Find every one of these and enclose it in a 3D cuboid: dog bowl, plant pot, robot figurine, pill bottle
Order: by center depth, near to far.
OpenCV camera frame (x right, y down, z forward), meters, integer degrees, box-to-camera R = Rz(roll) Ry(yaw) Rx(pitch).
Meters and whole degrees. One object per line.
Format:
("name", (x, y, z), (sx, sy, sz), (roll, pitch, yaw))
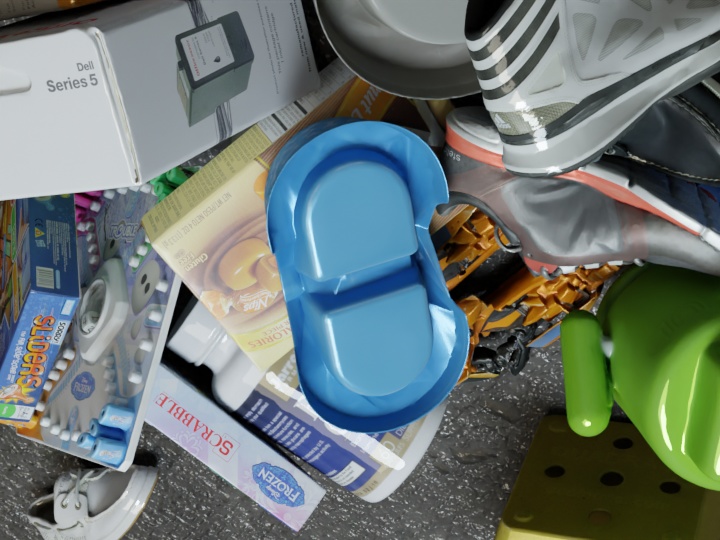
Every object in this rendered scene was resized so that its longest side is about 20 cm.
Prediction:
("dog bowl", (0.053, -0.188, 0.700), (0.059, 0.198, 0.201), (53, 154, 41))
("dog bowl", (0.000, 0.000, 0.836), (0.110, 0.050, 0.202), (-17, 116, -12))
("robot figurine", (0.210, 0.056, 0.840), (0.173, 0.200, 0.117), (1, 108, -9))
("robot figurine", (0.083, 0.009, 0.945), (0.145, 0.058, 0.200), (38, 130, -11))
("plant pot", (0.188, 0.223, 1.025), (0.198, 0.200, 0.178), (5, 123, 21))
("pill bottle", (-0.042, 0.077, 1.040), (0.199, 0.112, 0.111), (34, 137, -9))

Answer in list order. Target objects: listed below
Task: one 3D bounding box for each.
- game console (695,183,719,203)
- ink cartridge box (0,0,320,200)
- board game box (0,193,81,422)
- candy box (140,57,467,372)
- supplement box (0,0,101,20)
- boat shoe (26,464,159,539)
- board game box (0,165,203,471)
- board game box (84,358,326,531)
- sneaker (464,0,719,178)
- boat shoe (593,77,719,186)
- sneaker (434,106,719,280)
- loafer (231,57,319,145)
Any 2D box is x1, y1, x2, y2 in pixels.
("game console", (0.279, -0.013, 0.795), (0.175, 0.117, 0.200), (-26, 117, 40))
("ink cartridge box", (-0.136, -0.109, 0.779), (0.144, 0.200, 0.085), (-4, 109, 29))
("board game box", (-0.234, -0.015, 0.973), (0.034, 0.201, 0.136), (9, 135, -24))
("candy box", (-0.024, -0.046, 0.868), (0.199, 0.055, 0.116), (-39, 116, -1))
("supplement box", (-0.183, -0.189, 0.797), (0.199, 0.126, 0.074), (2, 111, 43))
("boat shoe", (-0.262, 0.221, 1.317), (0.069, 0.071, 0.199), (39, 137, -17))
("board game box", (-0.185, 0.025, 0.959), (0.026, 0.202, 0.199), (19, 171, -32))
("board game box", (-0.134, 0.113, 1.092), (0.199, 0.041, 0.200), (39, 173, -13))
("sneaker", (0.131, -0.145, 0.691), (0.075, 0.200, 0.116), (14, 136, 52))
("boat shoe", (0.129, -0.097, 0.782), (0.199, 0.066, 0.075), (37, 144, 15))
("sneaker", (0.135, -0.030, 0.826), (0.198, 0.077, 0.083), (24, 112, 13))
("loafer", (-0.058, -0.104, 0.899), (0.069, 0.070, 0.201), (-14, 121, 35))
